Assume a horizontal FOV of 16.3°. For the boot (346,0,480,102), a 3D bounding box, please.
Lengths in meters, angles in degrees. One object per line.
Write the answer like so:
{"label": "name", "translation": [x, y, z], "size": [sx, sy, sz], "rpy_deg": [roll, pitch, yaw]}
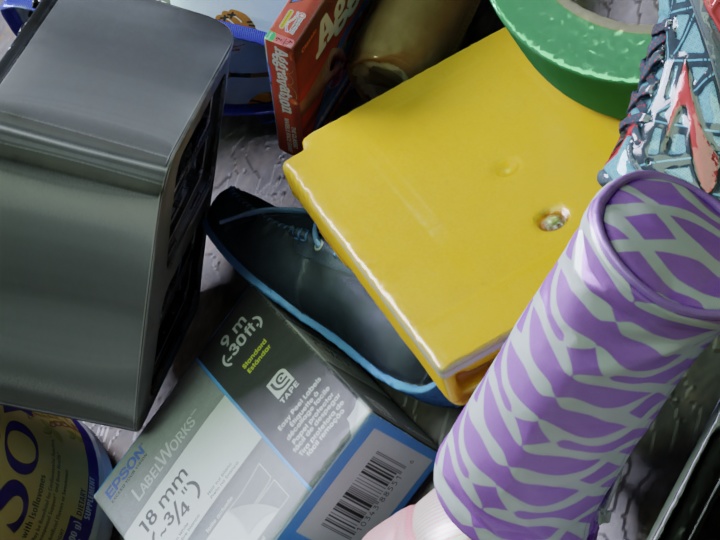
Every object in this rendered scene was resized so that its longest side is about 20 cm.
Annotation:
{"label": "boot", "translation": [0.055, -0.190, 1.298], "size": [0.066, 0.175, 0.201], "rpy_deg": [24, 80, 16]}

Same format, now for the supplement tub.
{"label": "supplement tub", "translation": [-0.248, 0.114, 1.367], "size": [0.145, 0.200, 0.146], "rpy_deg": [-24, 51, 34]}

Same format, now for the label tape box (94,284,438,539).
{"label": "label tape box", "translation": [-0.065, 0.091, 1.302], "size": [0.144, 0.063, 0.200], "rpy_deg": [-53, 41, 6]}

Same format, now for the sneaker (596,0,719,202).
{"label": "sneaker", "translation": [0.143, -0.069, 1.099], "size": [0.095, 0.079, 0.201], "rpy_deg": [-19, 73, 14]}

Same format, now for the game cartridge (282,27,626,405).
{"label": "game cartridge", "translation": [0.074, -0.039, 1.215], "size": [0.176, 0.033, 0.200], "rpy_deg": [-29, 40, -7]}

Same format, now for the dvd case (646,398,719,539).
{"label": "dvd case", "translation": [0.127, 0.115, 1.048], "size": [0.018, 0.143, 0.200], "rpy_deg": [28, 84, 9]}

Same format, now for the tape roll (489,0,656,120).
{"label": "tape roll", "translation": [0.154, -0.170, 1.204], "size": [0.200, 0.048, 0.201], "rpy_deg": [-9, 64, 20]}

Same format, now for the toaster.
{"label": "toaster", "translation": [-0.146, -0.033, 1.316], "size": [0.200, 0.118, 0.181], "rpy_deg": [-69, -10, -56]}

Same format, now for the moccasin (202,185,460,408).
{"label": "moccasin", "translation": [0.000, 0.000, 1.292], "size": [0.200, 0.080, 0.068], "rpy_deg": [34, 101, 36]}

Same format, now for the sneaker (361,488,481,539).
{"label": "sneaker", "translation": [0.049, 0.177, 1.123], "size": [0.105, 0.075, 0.201], "rpy_deg": [-43, 38, 25]}

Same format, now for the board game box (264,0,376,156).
{"label": "board game box", "translation": [0.007, -0.165, 1.327], "size": [0.019, 0.103, 0.200], "rpy_deg": [22, 64, 16]}

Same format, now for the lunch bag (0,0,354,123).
{"label": "lunch bag", "translation": [-0.079, -0.180, 1.435], "size": [0.199, 0.124, 0.171], "rpy_deg": [4, 65, 17]}

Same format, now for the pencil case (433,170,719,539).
{"label": "pencil case", "translation": [0.100, 0.047, 1.070], "size": [0.084, 0.085, 0.200], "rpy_deg": [-51, -8, -43]}
